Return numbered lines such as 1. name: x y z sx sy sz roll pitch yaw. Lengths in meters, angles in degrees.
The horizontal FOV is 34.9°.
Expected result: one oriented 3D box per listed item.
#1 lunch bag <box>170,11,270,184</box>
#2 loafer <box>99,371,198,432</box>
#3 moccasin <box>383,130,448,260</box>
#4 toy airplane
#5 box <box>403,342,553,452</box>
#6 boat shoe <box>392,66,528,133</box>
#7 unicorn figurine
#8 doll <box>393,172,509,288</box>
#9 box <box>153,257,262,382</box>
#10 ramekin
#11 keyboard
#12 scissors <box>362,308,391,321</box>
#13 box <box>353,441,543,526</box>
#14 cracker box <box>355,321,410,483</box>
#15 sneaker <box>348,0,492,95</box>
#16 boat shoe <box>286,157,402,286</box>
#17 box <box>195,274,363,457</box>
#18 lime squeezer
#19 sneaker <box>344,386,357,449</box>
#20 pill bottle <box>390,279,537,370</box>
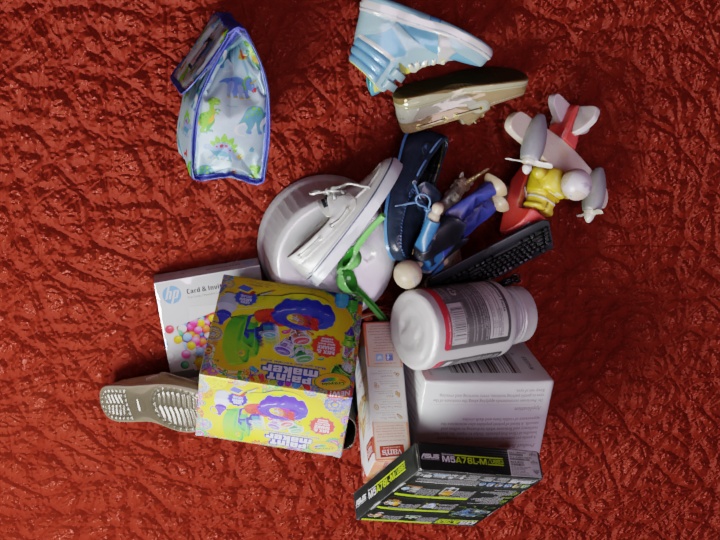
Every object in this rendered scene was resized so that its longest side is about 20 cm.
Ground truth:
1. lunch bag: -0.180 -0.230 1.501 0.126 0.170 0.202 3 107 -17
2. loafer: -0.276 0.178 1.625 0.198 0.068 0.077 4 114 23
3. moccasin: 0.080 -0.111 1.598 0.067 0.080 0.202 3 72 22
4. toy airplane: 0.288 -0.150 1.647 0.198 0.141 0.201 -19 123 -25
5. box: 0.150 0.191 1.690 0.197 0.200 0.173 1 112 -14
6. boat shoe: 0.143 -0.241 1.629 0.198 0.074 0.067 -10 120 -6
7. unicorn figurine: 0.116 -0.050 1.670 0.137 0.073 0.201 -42 146 -32
8. doll: 0.119 -0.051 1.574 0.200 0.048 0.137 -42 150 -14
9. box: -0.208 0.093 1.667 0.154 0.041 0.202 -9 108 -8
10. ramekin: -0.044 -0.028 1.636 0.198 0.098 0.203 -4 108 -11
11. keyboard: 0.191 0.005 1.660 0.198 0.021 0.127 -27 148 -3
12. scissors: -0.042 0.101 1.723 0.197 0.014 0.074 -7 117 -8
13. box: 0.119 0.297 1.575 0.198 0.048 0.193 8 148 -24
14. cracker box: 0.029 0.189 1.627 0.057 0.134 0.202 -2 67 -8
15. sneaker: 0.075 -0.291 1.590 0.198 0.080 0.132 19 101 -8
16. boat shoe: -0.031 -0.084 1.537 0.086 0.075 0.203 37 97 -7
17. box: -0.107 0.127 1.540 0.197 0.194 0.123 9 132 -3
18. lime squeezer: 0.000 0.000 1.562 0.070 0.038 0.201 16 135 19
19. sneaker: -0.047 0.160 1.678 0.074 0.107 0.201 -23 117 8
20. pill bottle: 0.149 0.072 1.598 0.198 0.110 0.112 -6 111 -34
